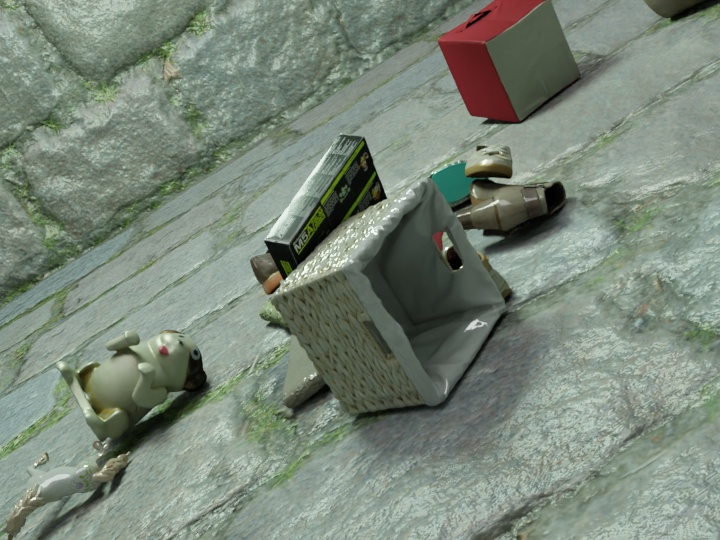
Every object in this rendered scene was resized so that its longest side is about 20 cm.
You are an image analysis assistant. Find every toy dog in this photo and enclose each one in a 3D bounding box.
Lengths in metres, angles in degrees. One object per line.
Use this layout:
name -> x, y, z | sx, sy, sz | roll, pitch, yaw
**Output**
toy dog -> -0.337, 0.175, 1.638 | 0.199, 0.195, 0.140 | -31, 54, -11

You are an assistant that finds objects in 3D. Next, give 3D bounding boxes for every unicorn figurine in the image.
unicorn figurine -> -0.437, 0.310, 1.512 | 0.198, 0.074, 0.138 | -30, 17, 7

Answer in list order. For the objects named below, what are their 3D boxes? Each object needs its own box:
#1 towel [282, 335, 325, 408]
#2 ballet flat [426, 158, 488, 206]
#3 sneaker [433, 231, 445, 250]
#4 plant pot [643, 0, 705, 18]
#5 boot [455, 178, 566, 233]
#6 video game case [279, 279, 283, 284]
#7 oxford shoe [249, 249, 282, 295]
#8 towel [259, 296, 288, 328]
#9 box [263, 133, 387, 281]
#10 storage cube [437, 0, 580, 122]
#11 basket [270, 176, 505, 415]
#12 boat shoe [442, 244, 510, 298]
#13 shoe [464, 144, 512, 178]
towel -> -0.047, 0.107, 1.445 | 0.132, 0.035, 0.200 | -37, 17, 15
ballet flat -> 0.127, -0.128, 1.762 | 0.198, 0.072, 0.072 | -26, 18, 18
sneaker -> 0.084, -0.022, 1.517 | 0.074, 0.086, 0.202 | -38, 23, 46
plant pot -> 0.614, -0.580, 1.986 | 0.173, 0.200, 0.200 | -38, 9, 38
boot -> 0.226, -0.102, 1.527 | 0.144, 0.071, 0.200 | -12, 17, 26
video game case -> -0.031, -0.028, 1.593 | 0.182, 0.022, 0.200 | -42, 13, -10
oxford shoe -> -0.119, -0.023, 1.823 | 0.071, 0.073, 0.200 | -42, -7, 28
towel -> -0.071, 0.023, 1.733 | 0.199, 0.037, 0.148 | -38, 17, -18
box -> -0.029, -0.039, 1.367 | 0.047, 0.194, 0.201 | 9, 52, 34
storage cube -> 0.289, -0.409, 2.037 | 0.170, 0.202, 0.179 | -35, 24, -15
basket -> 0.036, 0.034, 1.245 | 0.160, 0.199, 0.200 | -17, 22, 44
boat shoe -> 0.135, -0.004, 1.391 | 0.073, 0.070, 0.200 | -35, 17, -10
shoe -> 0.191, -0.166, 1.585 | 0.069, 0.054, 0.200 | 2, 5, 1
